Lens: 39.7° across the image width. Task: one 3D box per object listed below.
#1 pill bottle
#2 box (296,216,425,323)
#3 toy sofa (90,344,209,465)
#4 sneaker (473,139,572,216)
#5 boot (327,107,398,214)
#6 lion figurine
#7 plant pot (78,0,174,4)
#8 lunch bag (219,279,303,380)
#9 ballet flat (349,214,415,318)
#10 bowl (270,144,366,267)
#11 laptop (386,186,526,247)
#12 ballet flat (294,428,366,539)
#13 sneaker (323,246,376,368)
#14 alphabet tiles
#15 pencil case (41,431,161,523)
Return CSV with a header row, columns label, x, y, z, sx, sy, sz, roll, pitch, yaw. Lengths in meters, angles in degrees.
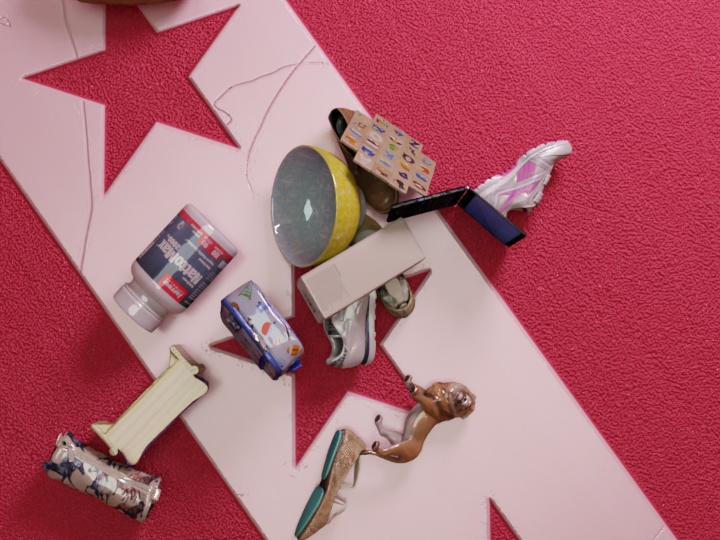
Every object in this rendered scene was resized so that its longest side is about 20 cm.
label,x,y,z,sx,sy,sz,roll,pitch,yaw
pill bottle,-0.311,0.000,1.661,0.119,0.120,0.200,42,87,3
box,0.000,0.000,1.612,0.198,0.068,0.083,-29,86,-14
toy sofa,-0.342,0.225,1.662,0.098,0.083,0.200,44,86,2
sneaker,0.282,-0.147,1.700,0.199,0.081,0.089,-35,88,6
boot,-0.002,-0.185,1.676,0.073,0.075,0.202,-32,73,19
lion figurine,0.098,0.258,1.668,0.122,0.073,0.201,38,94,-25
plant pot,-0.398,-0.527,1.680,0.197,0.186,0.189,-13,86,12
lunch bag,-0.158,0.104,1.613,0.075,0.200,0.161,-37,86,-11
ballet flat,0.034,-0.012,1.690,0.070,0.071,0.202,-27,86,-2
bowl,-0.055,-0.104,1.659,0.106,0.199,0.204,0,85,-36
laptop,0.152,-0.072,1.639,0.197,0.177,0.105,-14,85,-2
ballet flat,-0.044,0.366,1.665,0.065,0.070,0.202,24,90,-13
sneaker,-0.022,0.061,1.666,0.079,0.076,0.203,-2,86,-26
alphabet tiles,0.048,-0.195,1.647,0.165,0.201,0.006,33,121,-7
pencil case,-0.422,0.342,1.649,0.198,0.090,0.078,26,62,2
